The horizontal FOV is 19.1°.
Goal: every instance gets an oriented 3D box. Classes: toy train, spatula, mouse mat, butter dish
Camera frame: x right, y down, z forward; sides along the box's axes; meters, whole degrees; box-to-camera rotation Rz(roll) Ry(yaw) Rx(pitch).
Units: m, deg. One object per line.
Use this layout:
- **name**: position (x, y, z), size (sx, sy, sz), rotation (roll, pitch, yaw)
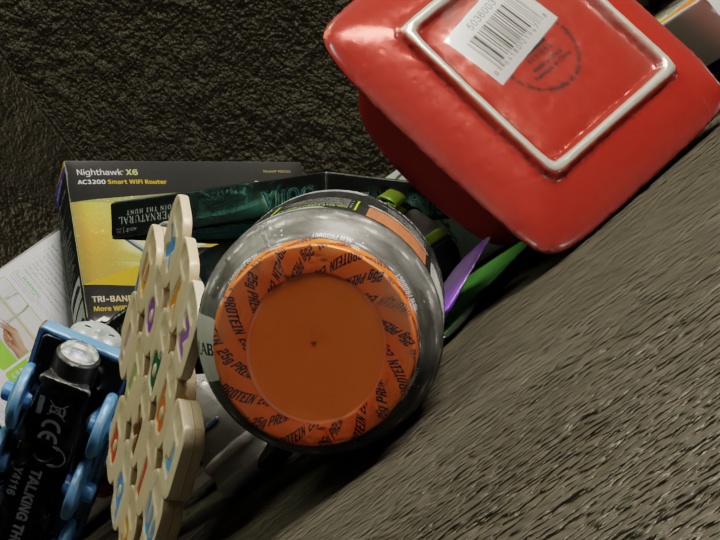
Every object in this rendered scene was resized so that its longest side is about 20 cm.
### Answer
- **toy train**: position (-0.211, 0.122, 1.464), size (0.114, 0.086, 0.200), rotation (-71, 1, -64)
- **spatula**: position (0.008, 0.050, 1.239), size (0.200, 0.021, 0.057), rotation (-40, -1, -29)
- **mouse mat**: position (0.031, 0.042, 1.342), size (0.161, 0.008, 0.200), rotation (-34, 3, 34)
- **butter dish**: position (0.086, -0.098, 1.328), size (0.200, 0.199, 0.148), rotation (-41, -9, -32)

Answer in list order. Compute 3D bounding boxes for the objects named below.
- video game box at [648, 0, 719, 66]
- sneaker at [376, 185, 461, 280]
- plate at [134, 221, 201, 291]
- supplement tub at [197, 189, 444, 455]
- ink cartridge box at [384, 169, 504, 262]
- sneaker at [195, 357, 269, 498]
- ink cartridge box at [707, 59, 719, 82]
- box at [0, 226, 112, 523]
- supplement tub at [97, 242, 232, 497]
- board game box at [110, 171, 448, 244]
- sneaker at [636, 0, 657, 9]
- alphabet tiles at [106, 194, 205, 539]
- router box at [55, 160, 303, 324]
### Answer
- **video game box**: position (0.229, -0.176, 1.467), size (0.182, 0.047, 0.200), rotation (-47, 9, -36)
- **sneaker**: position (0.000, 0.000, 1.383), size (0.072, 0.083, 0.200), rotation (-38, -3, -34)
- **plate**: position (-0.127, 0.068, 1.415), size (0.025, 0.201, 0.200), rotation (6, -11, -18)
- **supplement tub**: position (-0.018, 0.025, 1.091), size (0.122, 0.123, 0.200), rotation (-36, 3, 6)
- **ink cartridge box**: position (0.061, -0.045, 1.569), size (0.200, 0.083, 0.147), rotation (-32, 5, 37)
- **sneaker**: position (-0.071, 0.066, 1.298), size (0.075, 0.082, 0.200), rotation (-38, 7, 8)
- **ink cartridge box**: position (0.285, -0.171, 1.491), size (0.200, 0.037, 0.095), rotation (-41, 6, -32)
- **box**: position (-0.239, 0.091, 1.691), size (0.176, 0.200, 0.097), rotation (-40, 1, -40)
- **supplement tub**: position (-0.139, 0.078, 1.562), size (0.200, 0.123, 0.123), rotation (-34, 4, 25)
- **board game box**: position (-0.055, -0.041, 1.473), size (0.200, 0.028, 0.135), rotation (-6, -6, 40)
- **sneaker**: position (0.137, -0.191, 1.490), size (0.080, 0.086, 0.200), rotation (-44, 10, -15)
- **alphabet tiles**: position (-0.112, 0.066, 1.194), size (0.200, 0.015, 0.196), rotation (-106, 29, -52)
- **router box**: position (-0.132, -0.011, 1.685), size (0.199, 0.158, 0.052), rotation (-1, -36, -19)
